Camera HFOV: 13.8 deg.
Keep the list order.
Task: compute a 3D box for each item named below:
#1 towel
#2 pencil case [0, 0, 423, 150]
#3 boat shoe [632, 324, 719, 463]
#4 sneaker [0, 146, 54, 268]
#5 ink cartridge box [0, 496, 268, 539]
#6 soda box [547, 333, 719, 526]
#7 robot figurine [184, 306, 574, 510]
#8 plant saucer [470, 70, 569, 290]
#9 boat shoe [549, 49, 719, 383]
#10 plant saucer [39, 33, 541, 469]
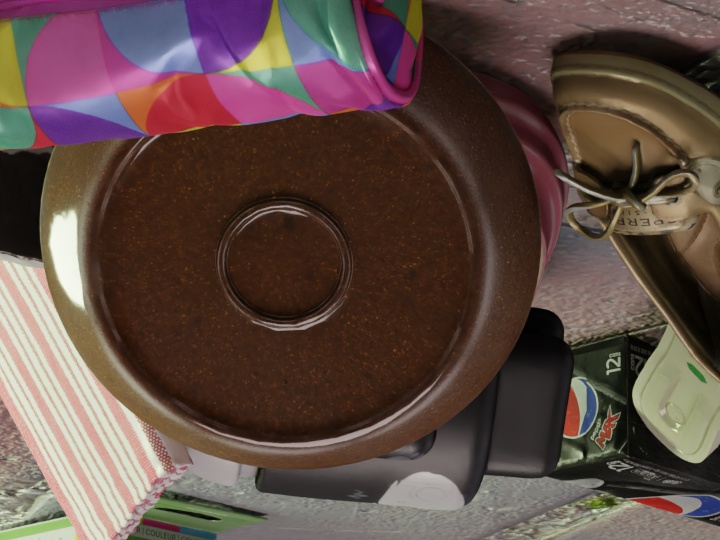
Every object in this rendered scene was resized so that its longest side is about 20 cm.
[{"bbox_3d":[-0.137,0.055,1.452,0.030,0.146,0.200,-27,172,-22],"label":"towel"},{"bbox_3d":[-0.077,-0.088,1.085,0.200,0.088,0.088,-6,161,16],"label":"pencil case"},{"bbox_3d":[0.196,0.030,1.482,0.068,0.072,0.200,-34,169,-24],"label":"boat shoe"},{"bbox_3d":[-0.120,-0.025,1.283,0.200,0.080,0.086,12,160,-27],"label":"sneaker"},{"bbox_3d":[-0.165,0.202,2.005,0.104,0.059,0.200,18,155,-41],"label":"ink cartridge box"},{"bbox_3d":[0.183,0.094,1.644,0.063,0.071,0.200,-14,157,41],"label":"soda box"},{"bbox_3d":[-0.002,0.048,1.427,0.200,0.125,0.150,6,159,-4],"label":"robot figurine"},{"bbox_3d":[0.000,0.000,1.261,0.200,0.051,0.201,-16,144,-12],"label":"plant saucer"},{"bbox_3d":[0.135,-0.022,1.250,0.073,0.063,0.200,5,152,39],"label":"boat shoe"},{"bbox_3d":[-0.029,-0.008,1.172,0.200,0.200,0.034,-1,-161,5],"label":"plant saucer"}]
